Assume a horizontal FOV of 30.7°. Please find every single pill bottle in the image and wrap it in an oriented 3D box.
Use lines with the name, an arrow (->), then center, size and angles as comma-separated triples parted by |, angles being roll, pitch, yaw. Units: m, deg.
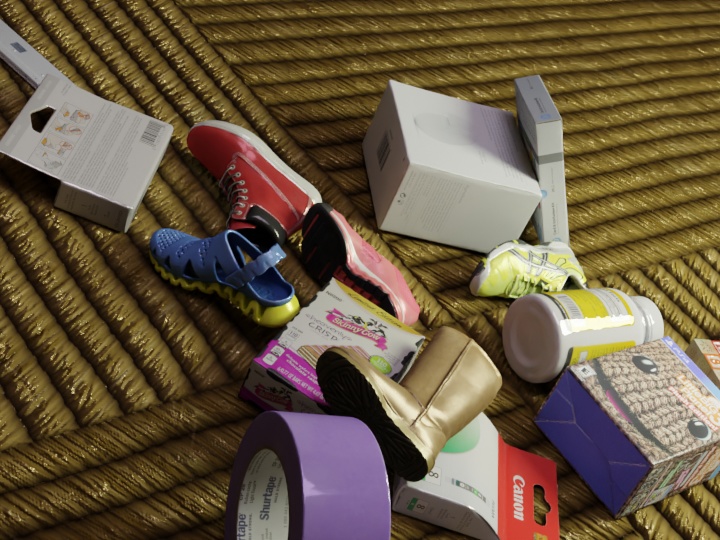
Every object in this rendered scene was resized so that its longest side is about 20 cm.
pill bottle -> 0.286, 0.079, 1.661 | 0.199, 0.112, 0.112 | -3, 45, -34

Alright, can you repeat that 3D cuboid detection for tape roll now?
tape roll -> -0.052, 0.230, 1.190 | 0.084, 0.201, 0.201 | 7, 40, -23

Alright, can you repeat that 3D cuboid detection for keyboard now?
keyboard -> -0.463, -0.295, 1.755 | 0.200, 0.011, 0.056 | 41, 33, 19

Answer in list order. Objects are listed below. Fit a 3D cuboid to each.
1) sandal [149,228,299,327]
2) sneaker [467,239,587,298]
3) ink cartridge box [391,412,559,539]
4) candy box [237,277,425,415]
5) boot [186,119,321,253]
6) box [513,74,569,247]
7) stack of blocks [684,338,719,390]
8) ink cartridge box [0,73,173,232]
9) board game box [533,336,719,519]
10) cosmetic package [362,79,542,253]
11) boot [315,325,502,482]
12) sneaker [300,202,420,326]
sandal -> -0.154, -0.012, 1.510 | 0.199, 0.088, 0.080 | 20, 35, 18
sneaker -> 0.228, 0.007, 1.746 | 0.199, 0.076, 0.077 | -10, 48, -37
ink cartridge box -> 0.136, 0.222, 1.447 | 0.199, 0.050, 0.161 | 18, 37, -7
candy box -> -0.029, 0.106, 1.477 | 0.136, 0.061, 0.200 | 32, 36, 8
boot -> -0.160, -0.105, 1.653 | 0.199, 0.073, 0.144 | 36, 38, 7
box -> 0.254, -0.150, 1.838 | 0.041, 0.201, 0.156 | -10, 31, 1
stack of blocks -> 0.506, 0.183, 1.711 | 0.114, 0.059, 0.201 | 7, 40, -25
ink cartridge box -> -0.339, -0.147, 1.615 | 0.175, 0.045, 0.201 | 22, 36, -7
board game box -> 0.339, 0.184, 1.575 | 0.199, 0.097, 0.160 | -12, 50, -40
cosmetic package -> 0.122, -0.141, 1.823 | 0.199, 0.123, 0.200 | 11, 38, -17
boot -> 0.054, 0.115, 1.424 | 0.176, 0.066, 0.200 | 52, 38, -5
sneaker -> 0.000, 0.000, 1.631 | 0.087, 0.074, 0.201 | -7, 55, -54
